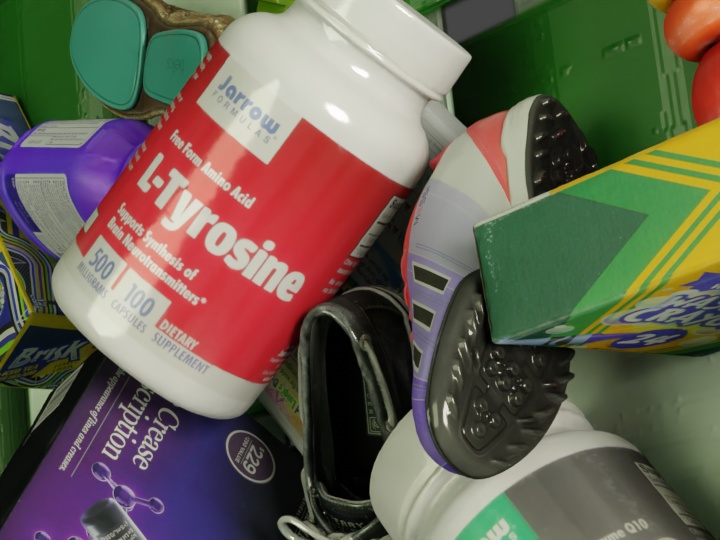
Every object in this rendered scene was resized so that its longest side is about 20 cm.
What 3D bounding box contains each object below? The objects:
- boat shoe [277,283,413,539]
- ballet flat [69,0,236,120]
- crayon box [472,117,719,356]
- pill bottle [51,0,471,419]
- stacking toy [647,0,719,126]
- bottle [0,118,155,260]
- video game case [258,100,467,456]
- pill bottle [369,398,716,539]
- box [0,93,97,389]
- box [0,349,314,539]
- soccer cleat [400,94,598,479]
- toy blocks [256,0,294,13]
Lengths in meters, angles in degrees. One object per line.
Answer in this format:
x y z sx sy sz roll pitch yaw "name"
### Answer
0.005 0.109 0.862 0.073 0.068 0.201 4 101 30 "boat shoe"
-0.093 -0.108 1.022 0.200 0.065 0.071 29 111 58 "ballet flat"
0.154 -0.019 0.689 0.199 0.125 0.052 -25 68 44 "crayon box"
-0.042 -0.042 0.873 0.200 0.112 0.112 -53 48 8 "pill bottle"
0.133 -0.136 0.766 0.085 0.085 0.201 -33 65 41 "stacking toy"
-0.123 -0.040 1.023 0.065 0.084 0.200 -48 26 -22 "bottle"
0.000 0.000 0.940 0.200 0.024 0.183 48 120 39 "video game case"
0.092 0.135 0.752 0.200 0.113 0.113 51 122 38 "pill bottle"
-0.215 -0.023 1.151 0.064 0.070 0.200 -53 50 28 "box"
-0.106 0.139 0.884 0.079 0.141 0.200 -40 16 34 "box"
0.046 0.010 0.781 0.073 0.068 0.201 -20 35 33 "soccer cleat"
-0.074 -0.224 0.963 0.100 0.136 0.201 20 101 47 "toy blocks"
